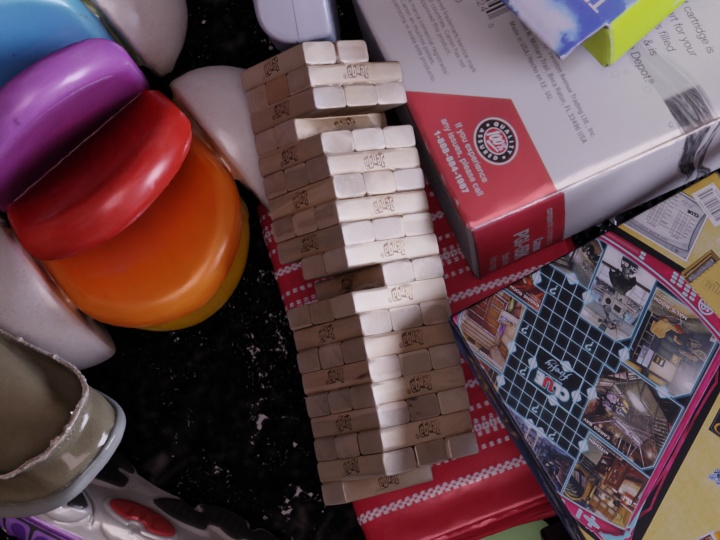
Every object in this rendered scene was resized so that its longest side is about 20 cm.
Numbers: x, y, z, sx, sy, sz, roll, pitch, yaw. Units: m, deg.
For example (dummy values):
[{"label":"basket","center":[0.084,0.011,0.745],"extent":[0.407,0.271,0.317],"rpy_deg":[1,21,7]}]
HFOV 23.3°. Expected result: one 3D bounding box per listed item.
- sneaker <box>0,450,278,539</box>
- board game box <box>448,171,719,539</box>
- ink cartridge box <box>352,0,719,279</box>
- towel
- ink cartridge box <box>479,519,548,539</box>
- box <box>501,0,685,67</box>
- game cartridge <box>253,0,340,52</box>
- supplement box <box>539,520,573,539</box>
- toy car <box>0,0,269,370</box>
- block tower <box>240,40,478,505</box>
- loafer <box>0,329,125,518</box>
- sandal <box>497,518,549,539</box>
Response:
[{"label":"sneaker","center":[-0.133,0.138,0.850],"extent":[0.200,0.081,0.084],"rpy_deg":[28,110,5]},{"label":"board game box","center":[0.142,0.071,0.717],"extent":[0.135,0.035,0.200],"rpy_deg":[-28,61,-4]},{"label":"ink cartridge box","center":[0.114,-0.107,0.829],"extent":[0.200,0.083,0.147],"rpy_deg":[-24,72,-1]},{"label":"towel","center":[0.044,0.032,0.846],"extent":[0.144,0.022,0.200],"rpy_deg":[-20,69,0]},{"label":"ink cartridge box","center":[0.051,0.222,0.841],"extent":[0.145,0.048,0.200],"rpy_deg":[39,102,-9]},{"label":"box","center":[0.126,-0.185,0.782],"extent":[0.200,0.048,0.122],"rpy_deg":[-40,69,-7]},{"label":"game cartridge","center":[-0.041,-0.200,0.819],"extent":[0.041,0.133,0.201],"rpy_deg":[-8,90,7]},{"label":"supplement box","center":[0.192,0.132,0.765],"extent":[0.200,0.086,0.111],"rpy_deg":[-22,90,0]},{"label":"toy car","center":[-0.133,-0.057,0.809],"extent":[0.175,0.150,0.200],"rpy_deg":[-41,91,0]},{"label":"block tower","center":[0.000,0.000,0.784],"extent":[0.054,0.058,0.201],"rpy_deg":[-8,86,-36]},{"label":"loafer","center":[-0.193,0.054,0.798],"extent":[0.200,0.070,0.075],"rpy_deg":[13,59,35]},{"label":"sandal","center":[0.050,0.154,0.866],"extent":[0.075,0.045,0.201],"rpy_deg":[13,90,0]}]
